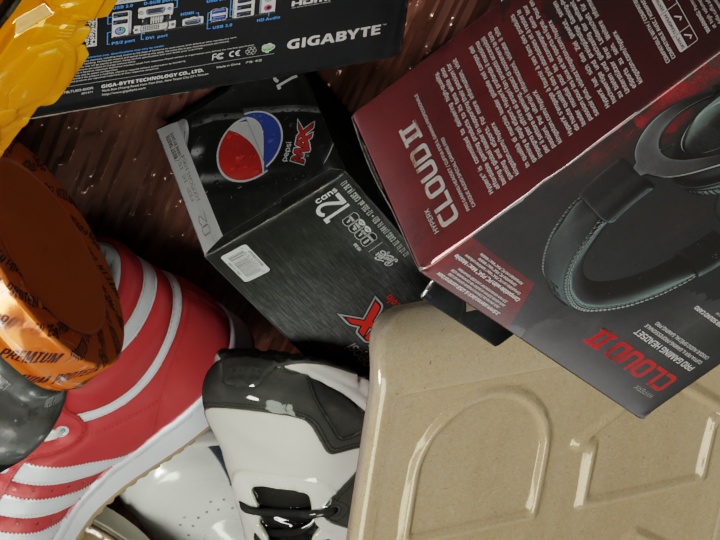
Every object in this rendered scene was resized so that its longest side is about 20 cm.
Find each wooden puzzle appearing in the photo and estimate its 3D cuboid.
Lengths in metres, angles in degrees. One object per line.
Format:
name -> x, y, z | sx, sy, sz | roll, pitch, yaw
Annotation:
wooden puzzle -> 0.066, 0.093, 1.102 | 0.185, 0.046, 0.201 | -9, 117, -31

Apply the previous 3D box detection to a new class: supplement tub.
supplement tub -> -0.191, 0.038, 0.997 | 0.199, 0.123, 0.122 | -30, 143, 17

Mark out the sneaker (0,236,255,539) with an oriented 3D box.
sneaker -> -0.143, 0.067, 1.094 | 0.200, 0.071, 0.112 | -44, 143, 2

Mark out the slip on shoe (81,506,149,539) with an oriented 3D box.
slip on shoe -> -0.102, 0.158, 1.167 | 0.200, 0.061, 0.076 | 36, 120, -3

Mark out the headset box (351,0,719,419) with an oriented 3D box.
headset box -> 0.107, -0.044, 0.937 | 0.200, 0.077, 0.149 | -37, 141, 17

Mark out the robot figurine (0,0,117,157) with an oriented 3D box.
robot figurine -> -0.117, -0.100, 0.836 | 0.145, 0.058, 0.200 | -1, 141, -46

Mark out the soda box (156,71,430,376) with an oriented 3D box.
soda box -> 0.000, 0.000, 1.097 | 0.063, 0.071, 0.200 | -30, 143, 9

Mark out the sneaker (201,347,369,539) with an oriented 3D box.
sneaker -> -0.013, 0.103, 1.113 | 0.073, 0.080, 0.200 | 7, 147, 28

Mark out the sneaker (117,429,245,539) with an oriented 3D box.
sneaker -> -0.031, 0.148, 1.217 | 0.079, 0.130, 0.199 | -27, 143, 6

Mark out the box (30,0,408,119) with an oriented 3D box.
box -> -0.075, -0.136, 0.909 | 0.199, 0.050, 0.199 | -11, 141, -14
